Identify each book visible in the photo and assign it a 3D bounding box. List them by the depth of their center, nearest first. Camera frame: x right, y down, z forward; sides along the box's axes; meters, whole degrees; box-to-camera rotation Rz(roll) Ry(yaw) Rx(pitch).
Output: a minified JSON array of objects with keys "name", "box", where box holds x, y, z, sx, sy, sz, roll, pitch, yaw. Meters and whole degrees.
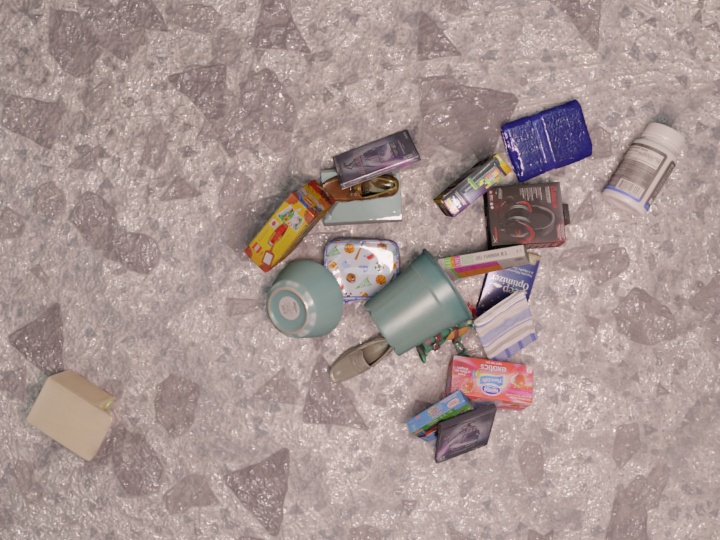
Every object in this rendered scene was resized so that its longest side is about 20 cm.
[{"name":"book","box":[0.296,-0.021,1.534,0.198,0.133,0.048,-9,81,18]}]

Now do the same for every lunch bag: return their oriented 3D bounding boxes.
[{"name":"lunch bag","box":[0.000,0.000,1.605,0.198,0.076,0.162,0,99,3]}]

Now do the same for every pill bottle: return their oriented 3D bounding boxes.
[{"name":"pill bottle","box":[0.678,-0.242,1.536,0.113,0.114,0.201,31,95,0]}]

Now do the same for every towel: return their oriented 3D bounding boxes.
[{"name":"towel","box":[0.356,0.144,1.558,0.146,0.024,0.201,-32,134,-4]},{"name":"towel","box":[0.455,-0.317,1.576,0.199,0.050,0.149,-19,101,3]}]

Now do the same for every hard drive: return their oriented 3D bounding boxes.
[{"name":"hard drive","box":[0.002,-0.186,1.609,0.198,0.033,0.141,-3,95,3]}]

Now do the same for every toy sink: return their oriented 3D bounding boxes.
[{"name":"toy sink","box":[-0.716,0.366,1.645,0.199,0.112,0.131,30,95,5]}]

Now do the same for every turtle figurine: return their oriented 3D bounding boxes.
[{"name":"turtle figurine","box":[0.238,0.160,1.598,0.199,0.101,0.150,-21,137,-9]}]

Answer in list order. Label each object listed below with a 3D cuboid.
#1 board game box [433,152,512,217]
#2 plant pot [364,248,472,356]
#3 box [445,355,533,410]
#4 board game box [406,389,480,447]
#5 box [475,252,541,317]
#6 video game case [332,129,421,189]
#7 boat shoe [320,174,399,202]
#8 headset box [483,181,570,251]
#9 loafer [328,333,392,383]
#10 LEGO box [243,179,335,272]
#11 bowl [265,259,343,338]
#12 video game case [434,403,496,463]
[{"name":"board game box","box":[0.258,-0.198,1.514,0.165,0.200,0.057,-40,94,6]},{"name":"plant pot","box":[0.127,0.086,1.509,0.195,0.200,0.201,-35,93,1]},{"name":"box","box":[0.315,0.280,1.587,0.198,0.103,0.095,8,68,1]},{"name":"board game box","box":[0.219,0.370,1.569,0.151,0.200,0.037,-34,52,11]},{"name":"box","box":[0.366,0.044,1.614,0.120,0.032,0.202,15,96,1]},{"name":"video game case","box":[0.036,-0.270,1.554,0.199,0.143,0.019,-19,128,3]},{"name":"boat shoe","box":[-0.006,-0.205,1.556,0.198,0.068,0.073,-8,96,4]},{"name":"headset box","box":[0.406,-0.130,1.562,0.198,0.075,0.150,-3,81,3]},{"name":"loafer","box":[0.004,0.220,1.623,0.199,0.070,0.070,-36,93,5]},{"name":"LEGO box","box":[-0.167,-0.107,1.533,0.077,0.149,0.200,44,117,-1]},{"name":"bowl","box":[-0.151,0.084,1.566,0.199,0.105,0.203,8,108,24]},{"name":"video game case","box":[0.253,0.399,1.564,0.142,0.201,0.019,-17,53,-11]}]
